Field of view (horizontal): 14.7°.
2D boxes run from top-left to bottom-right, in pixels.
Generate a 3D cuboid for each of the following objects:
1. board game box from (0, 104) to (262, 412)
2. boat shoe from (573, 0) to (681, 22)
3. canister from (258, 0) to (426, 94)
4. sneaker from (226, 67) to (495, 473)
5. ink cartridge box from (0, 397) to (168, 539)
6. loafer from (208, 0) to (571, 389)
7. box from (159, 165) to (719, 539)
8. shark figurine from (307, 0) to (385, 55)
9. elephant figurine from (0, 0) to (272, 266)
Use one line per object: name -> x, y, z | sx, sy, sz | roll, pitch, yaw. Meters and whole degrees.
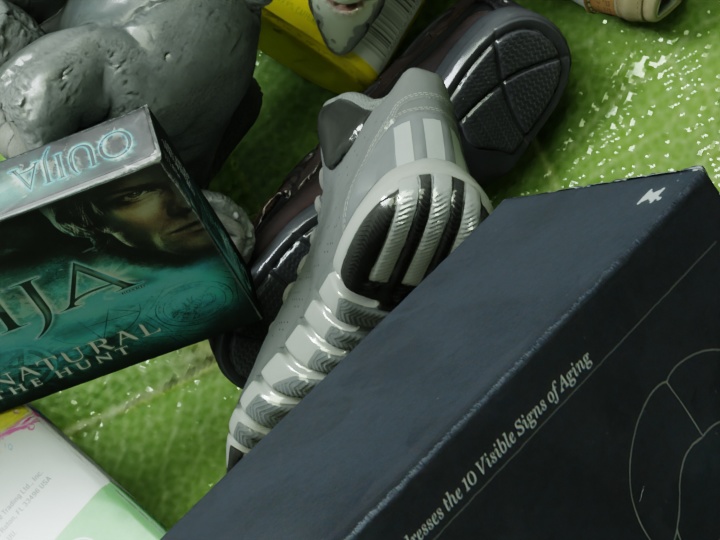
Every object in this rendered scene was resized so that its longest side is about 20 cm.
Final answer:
board game box -> -0.151, 0.013, 1.081 | 0.199, 0.135, 0.028 | -20, 60, 6
boat shoe -> 0.147, -0.196, 1.188 | 0.068, 0.075, 0.201 | 30, 90, 24
canister -> -0.007, -0.195, 1.208 | 0.148, 0.087, 0.201 | 32, 82, -11
sneaker -> 0.000, 0.000, 1.111 | 0.075, 0.200, 0.116 | 13, 45, -19
ink cartridge box -> -0.173, 0.122, 1.163 | 0.200, 0.088, 0.145 | 38, 84, 27
loafer -> 0.007, -0.034, 1.179 | 0.200, 0.072, 0.063 | -48, 33, 0
box -> 0.075, 0.105, 0.954 | 0.200, 0.197, 0.124 | -43, 20, -27
shark figurine -> 0.057, -0.190, 1.132 | 0.214, 0.129, 0.090 | -23, 19, 16
elephant figurine -> -0.098, -0.050, 1.167 | 0.155, 0.201, 0.142 | 24, 56, 33
